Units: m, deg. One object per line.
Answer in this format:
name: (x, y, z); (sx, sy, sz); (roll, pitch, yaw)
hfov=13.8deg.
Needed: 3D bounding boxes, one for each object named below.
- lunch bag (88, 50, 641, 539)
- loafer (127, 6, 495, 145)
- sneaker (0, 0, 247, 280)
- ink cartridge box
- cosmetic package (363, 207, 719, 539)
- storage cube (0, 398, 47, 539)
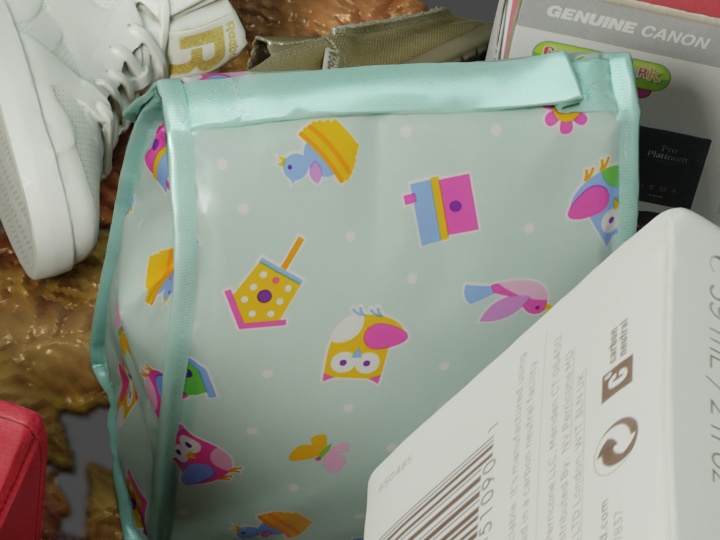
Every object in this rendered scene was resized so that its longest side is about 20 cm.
lunch bag: (0.000, 0.000, 1.026); (0.170, 0.200, 0.122); (-3, 47, -13)
loafer: (-0.014, -0.064, 1.158); (0.067, 0.076, 0.200); (37, 36, 20)
sneaker: (-0.097, -0.081, 1.174); (0.115, 0.074, 0.200); (-6, 46, -13)
ink cartridge box: (0.143, -0.048, 1.120); (0.200, 0.176, 0.084); (12, 45, -1)
cosmetic package: (0.121, 0.123, 0.908); (0.200, 0.165, 0.165); (29, 40, -21)
storage cube: (-0.204, 0.132, 0.860); (0.171, 0.200, 0.180); (17, 51, 4)
